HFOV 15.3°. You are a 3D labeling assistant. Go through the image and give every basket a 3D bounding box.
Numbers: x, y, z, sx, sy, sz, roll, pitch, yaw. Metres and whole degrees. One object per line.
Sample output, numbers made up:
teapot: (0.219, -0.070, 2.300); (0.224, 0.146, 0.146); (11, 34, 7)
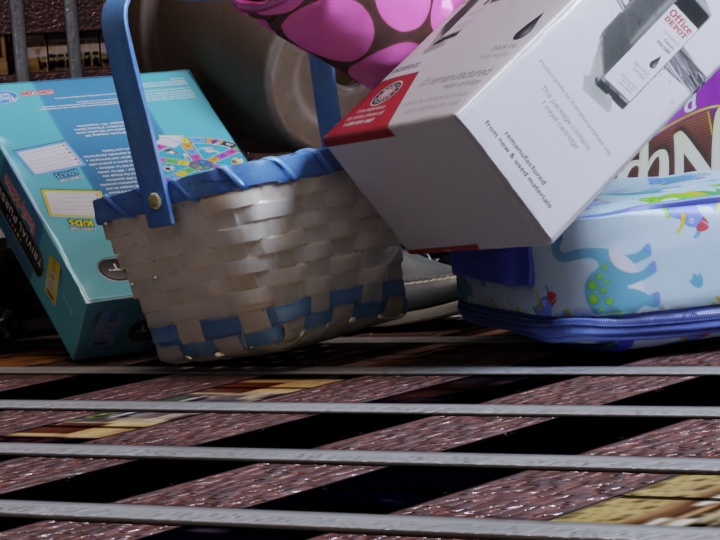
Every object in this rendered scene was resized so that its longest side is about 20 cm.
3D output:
basket: (-0.062, -0.055, 1.432); (0.139, 0.200, 0.176); (-6, 1, 38)

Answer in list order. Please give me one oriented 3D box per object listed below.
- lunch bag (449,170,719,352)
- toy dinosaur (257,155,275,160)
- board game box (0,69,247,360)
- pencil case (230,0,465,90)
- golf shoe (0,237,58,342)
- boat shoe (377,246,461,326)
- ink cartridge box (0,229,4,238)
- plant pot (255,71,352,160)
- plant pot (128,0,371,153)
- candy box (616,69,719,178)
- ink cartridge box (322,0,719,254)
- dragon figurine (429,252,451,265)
lunch bag: (0.138, -0.006, 1.391); (0.160, 0.083, 0.200); (-5, 4, -17)
toy dinosaur: (-0.026, -0.029, 1.779); (0.200, 0.106, 0.060); (-29, -12, -32)
board game box: (-0.134, -0.037, 1.584); (0.151, 0.047, 0.200); (-7, 44, -29)
pencil case: (0.025, -0.138, 1.432); (0.200, 0.094, 0.091); (27, 2, -40)
golf shoe: (-0.191, 0.005, 1.643); (0.200, 0.078, 0.094); (-5, 4, -24)
boat shoe: (0.000, 0.000, 1.591); (0.073, 0.062, 0.200); (-8, 6, -44)
ink cartridge box: (-0.254, -0.022, 1.744); (0.200, 0.084, 0.146); (-8, -16, -36)
plant pot: (0.016, -0.092, 2.057); (0.200, 0.200, 0.177); (-7, -6, -25)
plant pot: (-0.035, -0.148, 1.698); (0.200, 0.201, 0.175); (-6, 25, -19)
candy box: (0.162, -0.082, 1.584); (0.116, 0.200, 0.056); (-6, 8, -25)
ink cartridge box: (0.099, -0.105, 1.346); (0.200, 0.083, 0.147); (-45, 18, -22)
dragon figurine: (0.054, -0.020, 1.668); (0.200, 0.059, 0.100); (-28, 31, 25)
